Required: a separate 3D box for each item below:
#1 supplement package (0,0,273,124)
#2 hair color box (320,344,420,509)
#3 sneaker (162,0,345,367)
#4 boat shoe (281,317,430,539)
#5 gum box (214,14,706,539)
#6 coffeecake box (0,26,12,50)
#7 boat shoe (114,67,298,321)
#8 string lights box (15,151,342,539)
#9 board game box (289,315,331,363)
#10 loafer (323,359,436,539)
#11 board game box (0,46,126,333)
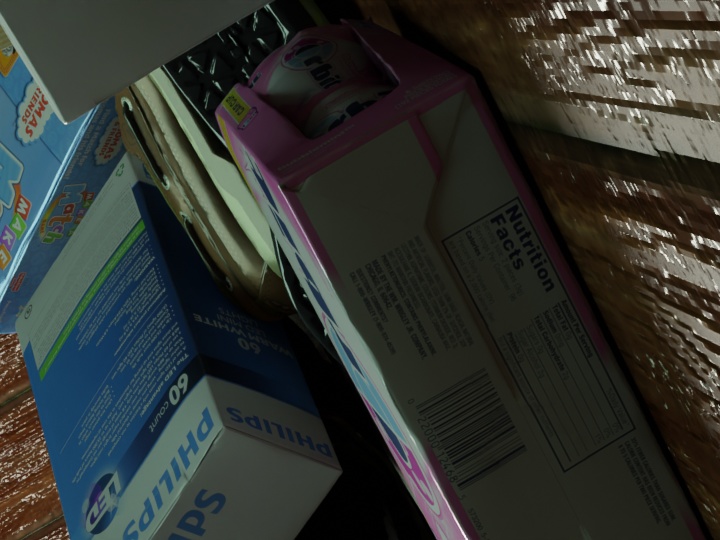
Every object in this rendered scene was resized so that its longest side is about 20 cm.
[{"bbox_3d":[-0.103,-0.159,0.808,0.110,0.114,0.200,62,175,-37],"label":"supplement package"},{"bbox_3d":[0.000,0.000,1.012,0.200,0.064,0.111,60,177,27],"label":"hair color box"},{"bbox_3d":[-0.007,-0.052,0.876,0.200,0.072,0.083,62,-158,-13],"label":"sneaker"},{"bbox_3d":[-0.015,0.087,0.975,0.063,0.073,0.202,113,147,-42],"label":"boat shoe"},{"bbox_3d":[0.030,0.020,0.734,0.200,0.066,0.114,62,174,-19],"label":"gum box"},{"bbox_3d":[-0.162,-0.209,1.097,0.154,0.073,0.200,62,-166,-19],"label":"coffeecake box"},{"bbox_3d":[-0.071,-0.071,0.931,0.068,0.072,0.200,-32,82,48],"label":"boat shoe"},{"bbox_3d":[-0.081,0.050,0.970,0.059,0.103,0.200,23,-156,-30],"label":"string lights box"},{"bbox_3d":[-0.067,0.020,1.184,0.159,0.097,0.200,28,-172,-14],"label":"board game box"},{"bbox_3d":[0.010,0.100,1.065,0.200,0.073,0.071,33,140,7],"label":"loafer"},{"bbox_3d":[-0.196,-0.090,1.195,0.037,0.151,0.200,0,-139,-44],"label":"board game box"}]
